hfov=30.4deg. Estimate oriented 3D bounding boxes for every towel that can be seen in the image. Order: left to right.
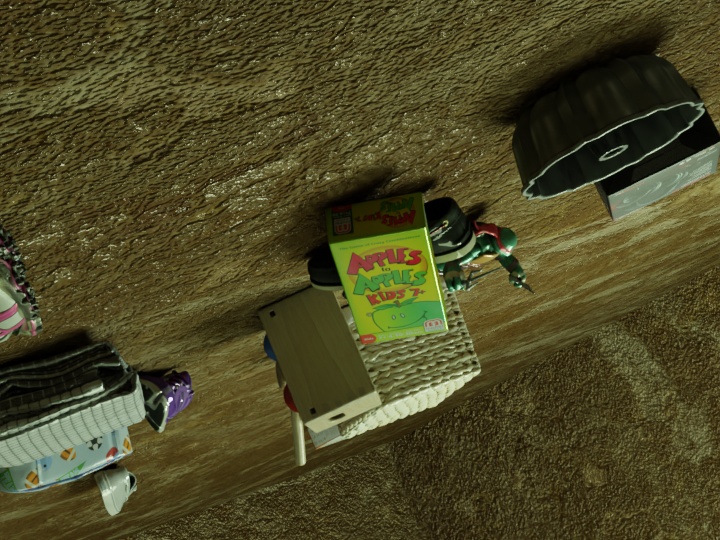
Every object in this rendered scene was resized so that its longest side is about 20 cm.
[{"bbox_3d":[-0.343,0.144,1.469,0.199,0.086,0.166,-20,166,-10],"label":"towel"}]

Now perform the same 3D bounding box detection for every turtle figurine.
[{"bbox_3d":[0.150,-0.013,1.706,0.149,0.101,0.200,3,170,-35],"label":"turtle figurine"}]

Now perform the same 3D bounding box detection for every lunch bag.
[{"bbox_3d":[-0.396,0.217,1.637,0.199,0.076,0.160,-11,-173,-42],"label":"lunch bag"}]

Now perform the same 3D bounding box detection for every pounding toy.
[{"bbox_3d":[-0.063,0.141,1.747,0.141,0.185,0.200,-23,168,-2],"label":"pounding toy"}]

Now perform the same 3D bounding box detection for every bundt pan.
[{"bbox_3d":[0.238,-0.150,1.328,0.201,0.076,0.202,-23,169,-5],"label":"bundt pan"}]

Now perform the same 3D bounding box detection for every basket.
[{"bbox_3d":[0.049,0.130,1.987,0.197,0.162,0.200,-17,165,-26],"label":"basket"}]

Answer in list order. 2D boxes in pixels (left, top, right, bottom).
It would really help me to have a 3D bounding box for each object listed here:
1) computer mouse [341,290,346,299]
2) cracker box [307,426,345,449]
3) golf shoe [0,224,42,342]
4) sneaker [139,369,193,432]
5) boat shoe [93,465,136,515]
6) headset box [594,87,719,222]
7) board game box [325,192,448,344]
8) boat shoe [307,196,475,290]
[{"bbox_3d":[0.000,0.000,1.651,0.059,0.034,0.200,-39,177,-14],"label":"computer mouse"},{"bbox_3d":[-0.007,0.334,3.015,0.200,0.058,0.134,-31,167,35],"label":"cracker box"},{"bbox_3d":[-0.302,0.024,1.039,0.092,0.073,0.200,-19,167,-16],"label":"golf shoe"},{"bbox_3d":[-0.263,0.160,1.766,0.083,0.081,0.200,-39,178,-11],"label":"sneaker"},{"bbox_3d":[-0.442,0.394,2.418,0.068,0.072,0.200,-21,159,-12],"label":"boat shoe"},{"bbox_3d":[0.359,-0.136,1.630,0.148,0.078,0.200,-26,167,8],"label":"headset box"},{"bbox_3d":[0.031,0.002,1.420,0.101,0.048,0.200,-9,145,6],"label":"board game box"},{"bbox_3d":[0.027,-0.031,1.486,0.200,0.063,0.074,-16,-146,21],"label":"boat shoe"}]
